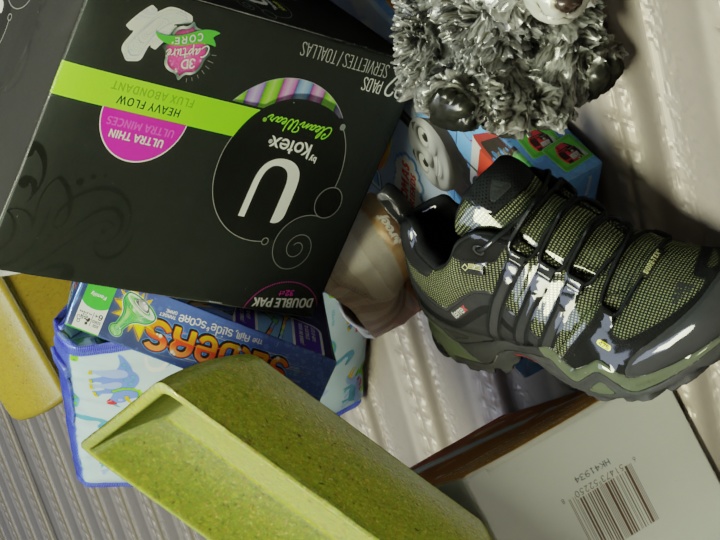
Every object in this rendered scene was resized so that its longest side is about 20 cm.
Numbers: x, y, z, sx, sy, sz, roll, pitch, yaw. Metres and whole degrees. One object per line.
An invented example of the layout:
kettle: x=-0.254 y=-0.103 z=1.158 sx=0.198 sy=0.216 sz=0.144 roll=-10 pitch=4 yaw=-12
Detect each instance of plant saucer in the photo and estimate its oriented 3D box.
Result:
plant saucer: x=-0.185 y=-0.011 z=1.358 sx=0.048 sy=0.200 sz=0.201 roll=33 pitch=155 yaw=44
plant saucer: x=-0.028 y=0.112 z=0.974 sx=0.199 sy=0.048 sz=0.200 roll=37 pitch=159 yaw=-7

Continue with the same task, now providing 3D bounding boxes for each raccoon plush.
raccoon plush: x=0.045 y=-0.150 z=0.874 sx=0.200 sy=0.096 sz=0.135 roll=43 pitch=143 yaw=41

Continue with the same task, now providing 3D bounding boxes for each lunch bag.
lunch bag: x=-0.101 y=0.046 z=1.271 sx=0.128 sy=0.199 sz=0.171 roll=49 pitch=155 yaw=29

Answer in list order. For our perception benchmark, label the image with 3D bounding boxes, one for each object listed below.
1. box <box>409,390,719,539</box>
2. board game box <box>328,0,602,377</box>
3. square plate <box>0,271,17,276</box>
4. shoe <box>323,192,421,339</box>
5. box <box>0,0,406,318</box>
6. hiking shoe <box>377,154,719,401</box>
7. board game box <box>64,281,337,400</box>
box: x=0.088 y=0.133 z=1.047 sx=0.098 sy=0.124 sz=0.200 roll=62 pitch=158 yaw=2
board game box: x=0.045 y=-0.062 z=1.039 sx=0.200 sy=0.036 sz=0.152 roll=50 pitch=155 yaw=31
square plate: x=-0.141 y=-0.081 z=1.230 sx=0.199 sy=0.198 sz=0.029 roll=96 pitch=160 yaw=-53
shoe: x=0.000 y=0.000 z=1.116 sx=0.070 sy=0.053 sz=0.200 roll=51 pitch=177 yaw=8
box: x=-0.101 y=-0.079 z=0.972 sx=0.124 sy=0.199 sz=0.149 roll=40 pitch=112 yaw=44
hiking shoe: x=0.088 y=-0.001 z=0.898 sx=0.199 sy=0.076 sz=0.101 roll=-1 pitch=134 yaw=46
board game box: x=-0.086 y=0.004 z=1.070 sx=0.200 sy=0.135 sz=0.035 roll=-103 pitch=35 yaw=-71
